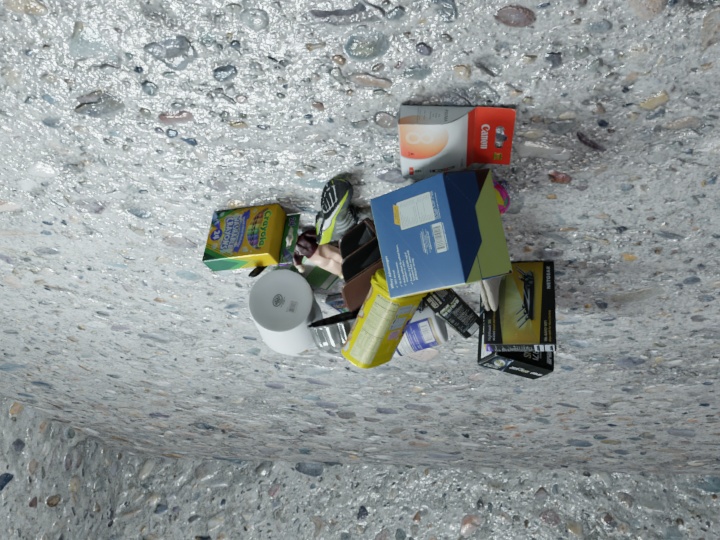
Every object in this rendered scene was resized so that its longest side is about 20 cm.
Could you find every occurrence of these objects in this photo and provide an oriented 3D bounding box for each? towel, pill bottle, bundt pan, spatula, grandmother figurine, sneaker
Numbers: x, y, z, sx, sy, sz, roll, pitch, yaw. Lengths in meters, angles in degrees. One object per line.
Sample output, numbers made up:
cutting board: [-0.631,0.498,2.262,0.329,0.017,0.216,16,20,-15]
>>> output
towel: [0.277,-0.009,1.584,0.034,0.133,0.200,1,152,20]
pill bottle: [0.114,0.155,1.895,0.199,0.120,0.120,-18,146,14]
bundt pan: [-0.022,0.141,1.724,0.201,0.076,0.202,-14,-178,1]
spatula: [-0.203,-0.012,1.632,0.056,0.021,0.200,-5,-170,18]
grandmother figurine: [-0.111,-0.048,1.674,0.199,0.061,0.122,29,102,-28]
towel: [-0.138,-0.016,1.785,0.199,0.024,0.153,18,149,-18]
sneaker: [-0.041,-0.124,1.527,0.080,0.074,0.200,-5,156,-18]

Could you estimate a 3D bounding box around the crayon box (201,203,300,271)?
crayon box: [-0.236,-0.072,1.590,0.199,0.126,0.052,-6,149,21]

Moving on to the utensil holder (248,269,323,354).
utensil holder: [-0.185,0.102,1.826,0.169,0.171,0.200,4,161,5]

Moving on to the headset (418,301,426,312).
headset: [0.076,0.062,1.776,0.199,0.095,0.123,-3,-174,-33]

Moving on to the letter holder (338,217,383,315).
letter holder: [0.000,0.000,1.605,0.142,0.101,0.200,-35,158,-6]

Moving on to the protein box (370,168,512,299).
protein box: [0.146,-0.065,1.373,0.134,0.200,0.199,-10,177,-40]

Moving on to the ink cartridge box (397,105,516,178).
ink cartridge box: [0.168,-0.220,1.304,0.199,0.050,0.162,5,153,10]

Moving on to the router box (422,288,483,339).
router box: [0.172,0.050,1.665,0.062,0.200,0.150,-46,136,5]

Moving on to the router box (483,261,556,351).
router box: [0.359,0.081,1.661,0.156,0.201,0.052,-3,154,16]

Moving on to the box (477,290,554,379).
box: [0.373,0.141,1.768,0.163,0.201,0.086,17,151,-18]

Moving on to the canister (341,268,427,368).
canister: [0.051,0.100,1.557,0.086,0.201,0.148,35,-158,26]

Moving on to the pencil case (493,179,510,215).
pencil case: [0.219,-0.108,1.471,0.088,0.089,0.200,16,149,-16]

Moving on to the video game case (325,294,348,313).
video game case: [0.035,0.104,1.969,0.181,0.023,0.200,-13,147,32]
